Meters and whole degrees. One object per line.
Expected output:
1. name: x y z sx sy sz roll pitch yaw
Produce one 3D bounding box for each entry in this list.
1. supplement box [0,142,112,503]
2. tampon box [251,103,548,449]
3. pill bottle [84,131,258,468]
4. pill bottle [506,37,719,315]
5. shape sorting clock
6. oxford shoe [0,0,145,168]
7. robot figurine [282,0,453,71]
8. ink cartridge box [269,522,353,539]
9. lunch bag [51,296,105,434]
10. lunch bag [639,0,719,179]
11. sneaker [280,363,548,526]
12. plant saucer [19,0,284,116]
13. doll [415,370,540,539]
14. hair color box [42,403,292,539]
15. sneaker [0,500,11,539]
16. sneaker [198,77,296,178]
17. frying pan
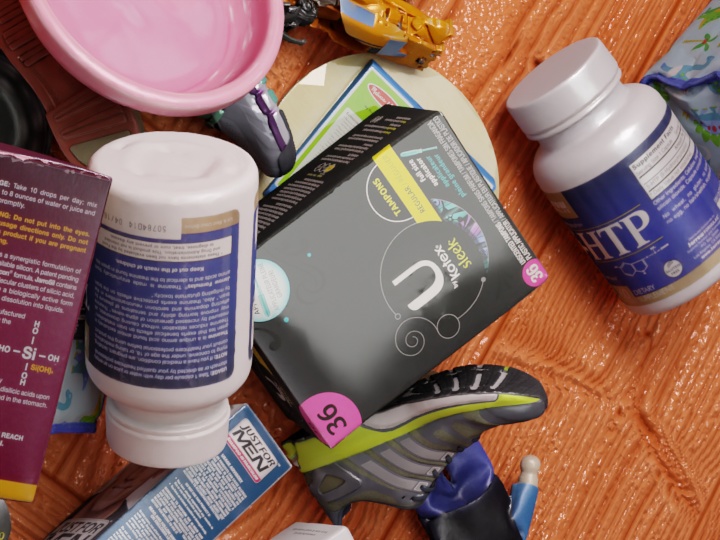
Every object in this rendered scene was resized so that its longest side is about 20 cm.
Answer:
1. supplement box: -0.227 0.025 1.314 0.085 0.110 0.202 13 93 -29
2. tampon box: 0.000 0.000 1.555 0.200 0.126 0.150 -38 104 -9
3. pill bottle: -0.124 0.021 1.417 0.110 0.111 0.202 -12 120 -30
4. pill bottle: 0.205 -0.076 1.713 0.120 0.119 0.200 -45 107 -25
5. shape sorting clock: 0.013 -0.063 1.646 0.198 0.039 0.202 0 91 -20
6. oxford shoe: -0.201 -0.145 1.508 0.070 0.074 0.201 -23 75 5
7. robot figurine: -0.024 -0.229 1.611 0.199 0.058 0.146 20 53 -29
8. ink cartridge box: -0.072 0.291 1.541 0.199 0.084 0.145 -32 101 -28
9. lunch bag: -0.240 0.015 1.440 0.199 0.127 0.171 12 94 -38
10. lunch bag: 0.348 -0.126 1.797 0.170 0.127 0.201 -45 120 -28
11. sneaker: 0.046 0.125 1.581 0.081 0.199 0.074 68 20 -10
12. plant saucer: -0.148 -0.188 1.471 0.199 0.051 0.202 16 57 -26
13. doll: 0.083 0.177 1.662 0.136 0.048 0.201 -33 102 -27
14. hair color box: -0.151 0.176 1.496 0.200 0.100 0.061 -41 105 -27
15. sneaker: -0.266 0.223 1.439 0.106 0.075 0.202 -19 94 -28
16. sneaker: -0.128 -0.139 1.562 0.087 0.074 0.201 -34 92 -17
17. frying pan: -0.234 -0.095 1.510 0.189 0.031 0.116 5 85 -33
